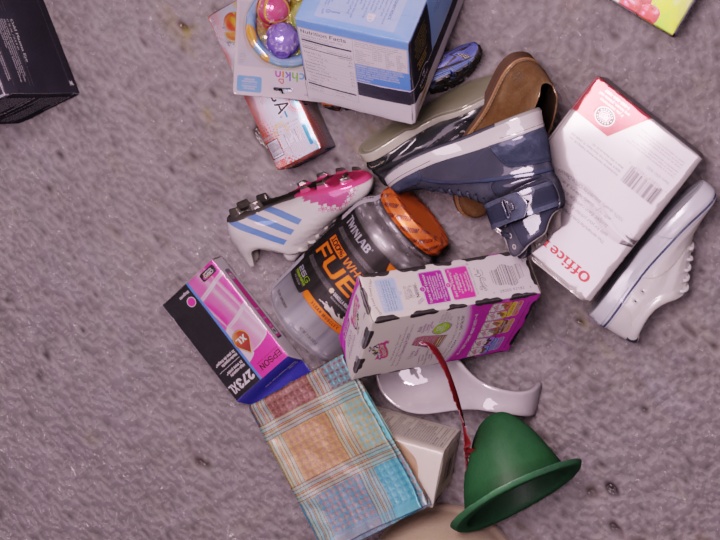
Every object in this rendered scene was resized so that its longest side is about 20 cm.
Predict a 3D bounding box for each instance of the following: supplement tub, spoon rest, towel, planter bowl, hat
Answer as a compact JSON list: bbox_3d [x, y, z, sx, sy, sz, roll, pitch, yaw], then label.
[{"bbox_3d":[0.000,0.000,1.475,0.200,0.122,0.123,-44,85,17],"label":"supplement tub"},{"bbox_3d":[0.111,0.131,1.494,0.197,0.061,0.101,13,101,13],"label":"spoon rest"},{"bbox_3d":[-0.027,0.214,1.460,0.146,0.022,0.202,-29,90,19],"label":"towel"},{"bbox_3d":[0.088,0.393,1.500,0.197,0.135,0.204,2,98,16],"label":"planter bowl"},{"bbox_3d":[0.146,0.180,1.459,0.178,0.164,0.201,64,154,22],"label":"hat"}]

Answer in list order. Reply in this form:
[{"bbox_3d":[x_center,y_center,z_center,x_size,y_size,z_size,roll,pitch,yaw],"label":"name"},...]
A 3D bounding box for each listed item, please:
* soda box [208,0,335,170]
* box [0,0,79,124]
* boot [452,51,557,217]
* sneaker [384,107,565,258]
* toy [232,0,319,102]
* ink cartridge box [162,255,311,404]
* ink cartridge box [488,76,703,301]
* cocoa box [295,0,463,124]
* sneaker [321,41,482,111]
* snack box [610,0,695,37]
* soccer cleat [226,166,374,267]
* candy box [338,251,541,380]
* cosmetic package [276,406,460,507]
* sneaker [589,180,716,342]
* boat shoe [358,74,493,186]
[{"bbox_3d":[-0.104,-0.222,1.501,0.063,0.068,0.202,-24,91,15],"label":"soda box"},{"bbox_3d":[-0.458,-0.286,1.537,0.103,0.182,0.203,-20,91,18],"label":"box"},{"bbox_3d":[0.158,-0.135,1.405,0.076,0.073,0.202,53,134,44],"label":"boot"},{"bbox_3d":[0.126,-0.075,1.371,0.200,0.077,0.148,-16,97,35],"label":"sneaker"},{"bbox_3d":[-0.083,-0.298,1.445,0.113,0.047,0.203,3,76,-12],"label":"toy"},{"bbox_3d":[-0.150,0.089,1.579,0.094,0.037,0.201,-40,88,18],"label":"ink cartridge box"},{"bbox_3d":[0.260,-0.091,1.406,0.146,0.083,0.201,39,107,8],"label":"ink cartridge box"},{"bbox_3d":[0.027,-0.287,1.372,0.132,0.132,0.202,14,60,14],"label":"cocoa box"},{"bbox_3d":[0.043,-0.238,1.456,0.197,0.075,0.080,-9,92,16],"label":"sneaker"},{"bbox_3d":[0.329,-0.375,1.362,0.141,0.053,0.202,33,105,9],"label":"snack box"},{"bbox_3d":[-0.065,-0.062,1.521,0.198,0.070,0.087,-16,106,22],"label":"soccer cleat"},{"bbox_3d":[0.084,0.049,1.405,0.197,0.137,0.062,-9,61,-18],"label":"candy box"},{"bbox_3d":[0.010,0.209,1.512,0.197,0.105,0.072,14,102,15],"label":"cosmetic package"},{"bbox_3d":[0.338,-0.008,1.410,0.070,0.073,0.201,34,115,0],"label":"sneaker"},{"bbox_3d":[0.098,-0.157,1.455,0.198,0.075,0.067,-29,115,4],"label":"boat shoe"}]
